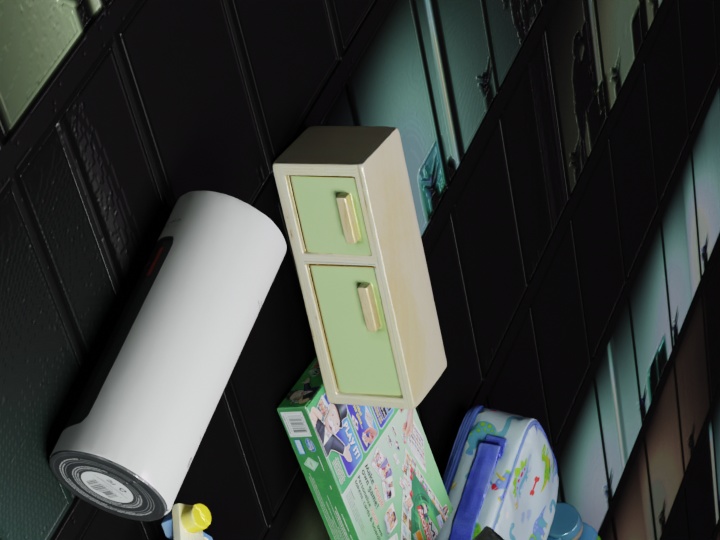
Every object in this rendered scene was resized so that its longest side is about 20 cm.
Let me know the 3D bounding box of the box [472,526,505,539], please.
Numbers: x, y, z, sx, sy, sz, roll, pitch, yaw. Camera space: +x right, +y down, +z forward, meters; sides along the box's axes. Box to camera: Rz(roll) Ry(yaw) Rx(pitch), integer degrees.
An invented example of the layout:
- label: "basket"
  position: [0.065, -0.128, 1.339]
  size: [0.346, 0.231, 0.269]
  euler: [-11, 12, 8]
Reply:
- label: "box"
  position: [0.028, 0.316, 1.656]
  size: [0.193, 0.047, 0.200]
  euler: [-41, 164, -41]

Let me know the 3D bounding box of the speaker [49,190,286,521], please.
- label: "speaker"
  position: [-0.116, 0.050, 1.306]
  size: [0.081, 0.081, 0.201]
  euler: [68, 39, -52]

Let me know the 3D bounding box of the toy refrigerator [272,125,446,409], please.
- label: "toy refrigerator"
  position: [0.000, 0.000, 1.528]
  size: [0.070, 0.075, 0.201]
  euler: [-48, 133, -50]

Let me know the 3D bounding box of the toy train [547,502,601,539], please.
- label: "toy train"
  position: [0.202, 0.352, 2.202]
  size: [0.116, 0.084, 0.201]
  euler: [59, 45, -43]

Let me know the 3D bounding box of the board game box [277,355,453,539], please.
- label: "board game box"
  position: [0.008, 0.150, 1.643]
  size: [0.135, 0.029, 0.201]
  euler: [-53, 130, -49]

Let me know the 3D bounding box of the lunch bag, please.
- label: "lunch bag"
  position: [0.116, 0.235, 1.933]
  size: [0.161, 0.082, 0.201]
  euler: [60, 46, -59]

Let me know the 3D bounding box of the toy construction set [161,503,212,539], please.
- label: "toy construction set"
  position: [-0.111, 0.266, 1.372]
  size: [0.131, 0.092, 0.201]
  euler: [42, 57, -28]
